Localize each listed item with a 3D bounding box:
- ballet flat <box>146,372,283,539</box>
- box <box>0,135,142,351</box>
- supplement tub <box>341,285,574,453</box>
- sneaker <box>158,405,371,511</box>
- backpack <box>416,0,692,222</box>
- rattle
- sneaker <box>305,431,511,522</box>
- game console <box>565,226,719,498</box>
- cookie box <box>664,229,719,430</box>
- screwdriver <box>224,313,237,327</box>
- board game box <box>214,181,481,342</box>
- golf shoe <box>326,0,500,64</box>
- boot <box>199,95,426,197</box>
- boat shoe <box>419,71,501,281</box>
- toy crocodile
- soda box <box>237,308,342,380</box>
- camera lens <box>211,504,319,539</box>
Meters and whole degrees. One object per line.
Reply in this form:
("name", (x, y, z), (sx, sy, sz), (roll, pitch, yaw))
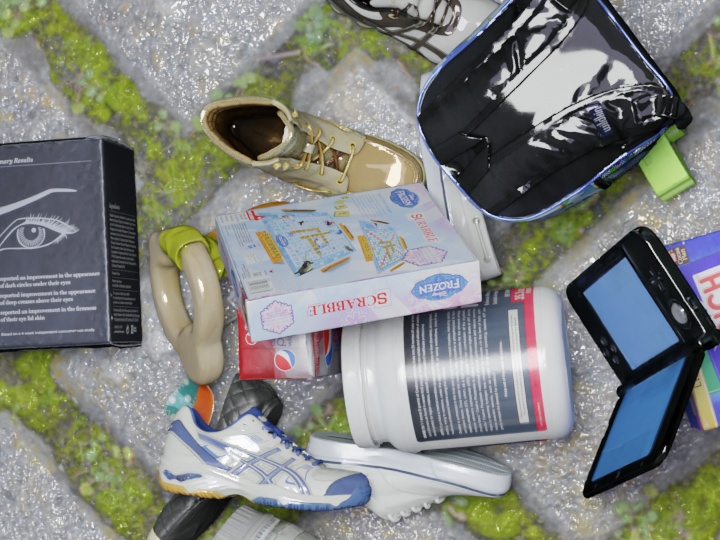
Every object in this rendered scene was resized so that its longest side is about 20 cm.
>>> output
("ballet flat", (-0.146, 0.191, 1.604), (0.057, 0.066, 0.201), (34, 88, 22))
("box", (-0.296, -0.023, 1.611), (0.147, 0.104, 0.202), (-2, 87, 10))
("supplement tub", (0.091, 0.092, 1.524), (0.199, 0.140, 0.141), (-6, 87, 9))
("sneaker", (-0.086, 0.171, 1.528), (0.199, 0.075, 0.089), (7, 83, 5))
("backpack", (0.163, -0.143, 1.470), (0.200, 0.147, 0.183), (-38, 85, 13))
("rattle", (-0.127, 0.048, 1.611), (0.130, 0.142, 0.201), (-11, 95, 46))
("sneaker", (0.044, 0.199, 1.570), (0.199, 0.073, 0.071), (7, 98, 19))
("game console", (0.222, 0.083, 1.459), (0.116, 0.200, 0.176), (-30, 82, -19))
("cookie box", (0.374, 0.037, 1.503), (0.199, 0.075, 0.172), (-16, 85, 3))
("screwdriver", (-0.055, 0.005, 1.609), (0.199, 0.029, 0.028), (-30, 83, 6))
("board game box", (-0.016, -0.012, 1.457), (0.198, 0.200, 0.041), (-10, 115, -8))
("golf shoe", (0.055, -0.243, 1.567), (0.199, 0.094, 0.078), (17, 90, 8))
("boot", (-0.042, -0.110, 1.546), (0.199, 0.155, 0.073), (20, 91, 9))
("boat shoe", (0.105, -0.089, 1.562), (0.085, 0.075, 0.203), (-7, 90, 9))
("toy crocodile", (0.244, -0.156, 1.552), (0.067, 0.062, 0.201), (-36, 85, 20))
("soda box", (-0.058, 0.065, 1.519), (0.069, 0.200, 0.064), (-2, 88, 9))
("camera lens", (-0.059, 0.328, 1.529), (0.199, 0.160, 0.161), (31, 93, 9))
